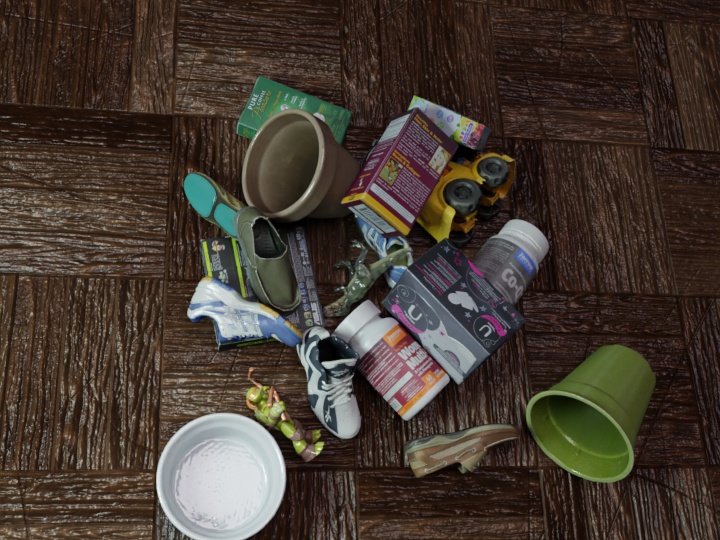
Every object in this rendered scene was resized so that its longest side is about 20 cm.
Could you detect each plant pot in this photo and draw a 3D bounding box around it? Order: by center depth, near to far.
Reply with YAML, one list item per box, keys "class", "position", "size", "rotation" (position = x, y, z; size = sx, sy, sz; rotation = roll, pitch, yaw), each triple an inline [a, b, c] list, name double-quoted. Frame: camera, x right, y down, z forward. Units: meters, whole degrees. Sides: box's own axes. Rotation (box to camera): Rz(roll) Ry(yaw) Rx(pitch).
- class: "plant pot"
  position: [0.425, 0.233, 1.555]
  size: [0.200, 0.200, 0.190]
  rotation: [43, 54, 7]
- class: "plant pot"
  position: [-0.084, -0.172, 1.586]
  size: [0.174, 0.200, 0.201]
  rotation: [15, 60, -48]

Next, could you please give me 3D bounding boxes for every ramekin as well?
- class: "ramekin"
  position: [-0.222, 0.337, 1.409]
  size: [0.199, 0.098, 0.201]
  rotation: [4, 68, -10]

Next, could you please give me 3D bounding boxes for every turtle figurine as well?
- class: "turtle figurine"
  position: [-0.132, 0.242, 1.438]
  size: [0.161, 0.200, 0.064]
  rotation: [45, 80, -14]

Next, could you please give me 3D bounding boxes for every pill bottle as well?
- class: "pill bottle"
  position: [0.051, 0.153, 1.532]
  size: [0.109, 0.110, 0.200]
  rotation: [-40, 82, -23]
- class: "pill bottle"
  position: [0.257, 0.007, 1.631]
  size: [0.114, 0.114, 0.200]
  rotation: [38, 67, 5]

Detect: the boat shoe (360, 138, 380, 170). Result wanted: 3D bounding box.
- class: "boat shoe"
  position: [0.045, -0.211, 1.664]
  size: [0.200, 0.060, 0.076]
  rotation: [-38, 111, -53]

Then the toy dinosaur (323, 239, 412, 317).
- class: "toy dinosaur"
  position: [0.000, 0.000, 1.592]
  size: [0.200, 0.047, 0.088]
  rotation: [-43, 68, 13]

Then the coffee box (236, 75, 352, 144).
- class: "coffee box"
  position: [-0.126, -0.285, 1.704]
  size: [0.199, 0.044, 0.123]
  rotation: [20, 66, -4]

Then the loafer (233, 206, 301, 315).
- class: "loafer"
  position: [-0.155, -0.012, 1.497]
  size: [0.075, 0.070, 0.201]
  rotation: [-31, 107, -20]

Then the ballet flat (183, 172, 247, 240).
- class: "ballet flat"
  position: [-0.245, -0.112, 1.589]
  size: [0.071, 0.071, 0.200]
  rotation: [-35, 51, -22]

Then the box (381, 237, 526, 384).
- class: "box"
  position: [0.155, 0.072, 1.513]
  size: [0.115, 0.132, 0.200]
  rotation: [-35, 77, -35]

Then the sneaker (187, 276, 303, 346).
- class: "sneaker"
  position: [-0.196, 0.091, 1.489]
  size: [0.199, 0.075, 0.088]
  rotation: [27, 79, 6]

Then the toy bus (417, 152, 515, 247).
- class: "toy bus"
  position: [0.170, -0.165, 1.685]
  size: [0.192, 0.136, 0.200]
  rotation: [39, 64, 23]

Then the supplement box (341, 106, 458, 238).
- class: "supplement box"
  position: [0.070, -0.170, 1.552]
  size: [0.110, 0.086, 0.200]
  rotation: [38, 71, -21]

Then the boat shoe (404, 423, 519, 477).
- class: "boat shoe"
  position: [0.176, 0.312, 1.522]
  size: [0.199, 0.076, 0.074]
  rotation: [-10, 76, -7]

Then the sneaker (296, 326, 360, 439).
- class: "sneaker"
  position: [-0.040, 0.187, 1.476]
  size: [0.079, 0.130, 0.200]
  rotation: [-13, 85, -18]

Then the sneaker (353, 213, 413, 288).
- class: "sneaker"
  position: [0.052, -0.063, 1.636]
  size: [0.075, 0.077, 0.201]
  rotation: [-25, 74, -18]

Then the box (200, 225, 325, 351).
- class: "box"
  position: [-0.175, 0.030, 1.570]
  size: [0.192, 0.048, 0.201]
  rotation: [-10, 72, -13]

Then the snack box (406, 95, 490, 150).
- class: "snack box"
  position: [0.169, -0.276, 1.675]
  size: [0.142, 0.200, 0.053]
  rotation: [23, 100, 8]
